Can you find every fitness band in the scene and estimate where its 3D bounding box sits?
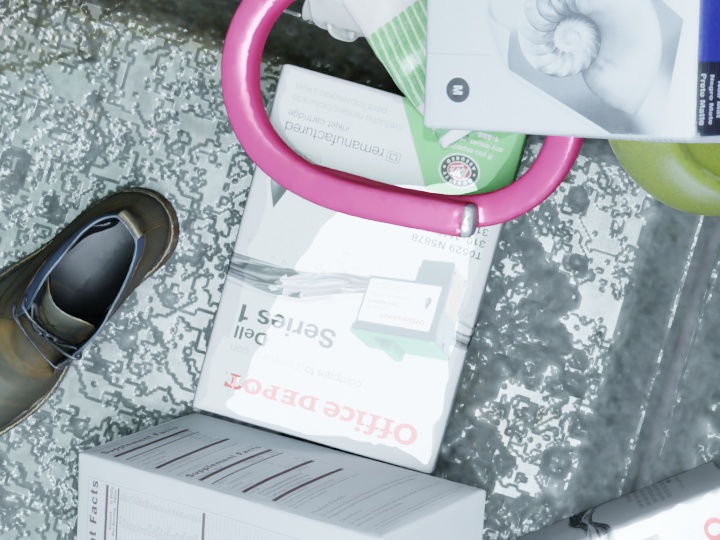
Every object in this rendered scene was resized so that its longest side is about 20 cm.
[{"bbox_3d":[0.023,-0.097,1.260,0.198,0.037,0.145,13,101,12],"label":"fitness band"}]

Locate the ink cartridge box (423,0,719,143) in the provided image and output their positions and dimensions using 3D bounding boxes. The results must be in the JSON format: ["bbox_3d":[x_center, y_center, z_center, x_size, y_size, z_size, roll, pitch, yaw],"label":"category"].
[{"bbox_3d":[0.131,-0.165,1.184,0.198,0.041,0.201,2,96,16],"label":"ink cartridge box"}]

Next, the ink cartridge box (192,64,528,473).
[{"bbox_3d":[0.000,0.000,1.344,0.145,0.084,0.202,15,93,1],"label":"ink cartridge box"}]

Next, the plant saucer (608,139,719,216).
[{"bbox_3d":[0.224,-0.118,1.309,0.199,0.031,0.201,-10,117,-21],"label":"plant saucer"}]

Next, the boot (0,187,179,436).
[{"bbox_3d":[-0.187,0.029,1.344,0.075,0.097,0.200,43,93,-1],"label":"boot"}]

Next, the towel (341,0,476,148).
[{"bbox_3d":[0.048,-0.186,1.269,0.152,0.023,0.201,-34,90,18],"label":"towel"}]

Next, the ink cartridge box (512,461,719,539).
[{"bbox_3d":[0.142,0.215,1.351,0.199,0.083,0.148,-22,91,3],"label":"ink cartridge box"}]

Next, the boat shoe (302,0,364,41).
[{"bbox_3d":[-0.008,-0.164,1.346,0.200,0.072,0.066,38,103,-3],"label":"boat shoe"}]

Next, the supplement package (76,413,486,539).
[{"bbox_3d":[-0.047,0.160,1.292,0.199,0.109,0.115,13,106,31],"label":"supplement package"}]
